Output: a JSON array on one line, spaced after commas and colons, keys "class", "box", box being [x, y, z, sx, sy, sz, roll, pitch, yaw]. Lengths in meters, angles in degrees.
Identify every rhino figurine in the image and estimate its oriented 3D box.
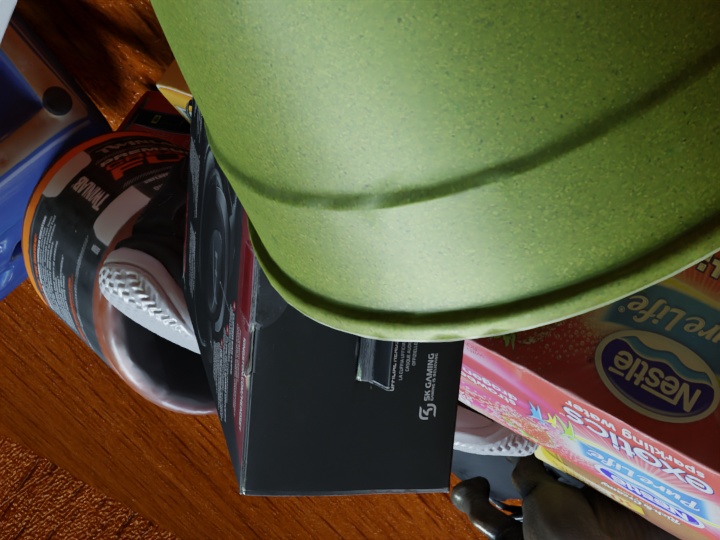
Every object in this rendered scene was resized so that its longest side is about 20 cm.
[{"class": "rhino figurine", "box": [0.151, 0.123, 1.155, 0.199, 0.060, 0.088, -3, -140, -28]}]

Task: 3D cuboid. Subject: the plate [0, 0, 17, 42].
[{"class": "plate", "box": [-0.214, -0.185, 0.934, 0.200, 0.032, 0.200, 36, 137, 1]}]

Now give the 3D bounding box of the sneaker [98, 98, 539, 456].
[{"class": "sneaker", "box": [0.000, 0.000, 0.962, 0.199, 0.114, 0.075, 23, 172, -10]}]

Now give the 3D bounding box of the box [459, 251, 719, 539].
[{"class": "box", "box": [0.129, 0.037, 0.857, 0.200, 0.096, 0.100, 28, 166, 22]}]

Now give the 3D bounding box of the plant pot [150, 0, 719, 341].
[{"class": "plant pot", "box": [0.015, -0.122, 0.547, 0.200, 0.200, 0.193, 16, 146, 51]}]

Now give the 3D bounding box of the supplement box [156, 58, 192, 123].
[{"class": "supplement box", "box": [-0.006, -0.047, 1.071, 0.069, 0.067, 0.200, 26, 164, 43]}]

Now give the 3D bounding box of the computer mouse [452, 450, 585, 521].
[{"class": "computer mouse", "box": [0.088, 0.080, 1.191, 0.138, 0.053, 0.200, -26, 127, 21]}]

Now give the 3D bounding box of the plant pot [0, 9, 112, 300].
[{"class": "plant pot", "box": [-0.259, -0.069, 1.233, 0.200, 0.200, 0.180, 49, 154, 1]}]

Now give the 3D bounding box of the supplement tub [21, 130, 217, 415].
[{"class": "supplement tub", "box": [-0.101, -0.007, 1.102, 0.107, 0.107, 0.200, 40, 176, -27]}]

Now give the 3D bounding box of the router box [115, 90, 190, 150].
[{"class": "router box", "box": [-0.020, -0.015, 1.247, 0.200, 0.049, 0.179, 42, 164, -30]}]

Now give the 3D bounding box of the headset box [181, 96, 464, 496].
[{"class": "headset box", "box": [-0.013, -0.023, 0.803, 0.077, 0.149, 0.200, 0, -159, -12]}]

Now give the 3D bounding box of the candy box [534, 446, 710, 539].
[{"class": "candy box", "box": [0.131, 0.061, 1.017, 0.116, 0.057, 0.200, 28, 167, 18]}]
